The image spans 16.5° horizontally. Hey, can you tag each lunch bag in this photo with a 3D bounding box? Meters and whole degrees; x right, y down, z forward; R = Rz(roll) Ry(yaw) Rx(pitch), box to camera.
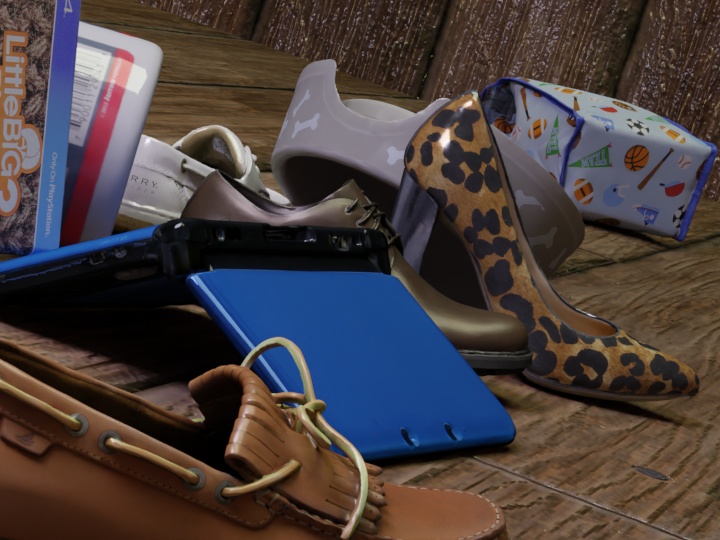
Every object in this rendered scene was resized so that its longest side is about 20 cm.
[{"bbox_3d":[0.221,-0.116,2.436,0.170,0.124,0.200,13,17,-28],"label":"lunch bag"}]

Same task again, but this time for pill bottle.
[{"bbox_3d":[-0.212,-0.089,1.288,0.200,0.120,0.120,17,8,-6],"label":"pill bottle"}]

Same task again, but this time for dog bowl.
[{"bbox_3d":[0.034,-0.044,1.493,0.200,0.059,0.200,29,-16,9],"label":"dog bowl"}]

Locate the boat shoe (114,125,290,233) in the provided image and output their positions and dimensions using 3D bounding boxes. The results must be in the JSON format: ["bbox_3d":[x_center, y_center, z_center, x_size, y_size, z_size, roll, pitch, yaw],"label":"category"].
[{"bbox_3d":[-0.086,-0.051,1.485,0.071,0.069,0.200,17,6,19],"label":"boat shoe"}]

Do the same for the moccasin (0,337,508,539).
[{"bbox_3d":[-0.044,0.061,0.790,0.201,0.078,0.074,16,8,-16],"label":"moccasin"}]

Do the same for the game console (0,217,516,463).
[{"bbox_3d":[-0.049,0.041,1.135,0.170,0.119,0.200,-13,-7,26],"label":"game console"}]

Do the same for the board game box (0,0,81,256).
[{"bbox_3d":[-0.223,-0.092,1.071,0.097,0.160,0.200,5,0,34],"label":"board game box"}]

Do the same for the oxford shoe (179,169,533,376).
[{"bbox_3d":[0.000,0.000,1.288,0.200,0.085,0.073,20,6,3],"label":"oxford shoe"}]

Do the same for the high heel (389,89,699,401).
[{"bbox_3d":[0.112,-0.010,1.382,0.200,0.143,0.071,17,8,-6],"label":"high heel"}]
